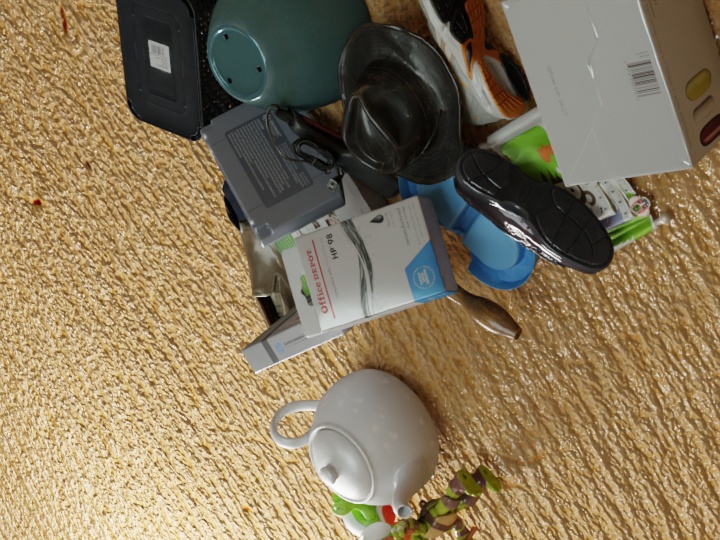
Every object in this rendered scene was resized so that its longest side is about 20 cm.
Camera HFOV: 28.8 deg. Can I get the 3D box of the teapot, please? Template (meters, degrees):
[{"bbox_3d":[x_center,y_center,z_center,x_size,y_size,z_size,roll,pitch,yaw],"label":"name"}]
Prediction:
[{"bbox_3d":[-0.003,0.238,1.884,0.199,0.145,0.199,58,143,0],"label":"teapot"}]

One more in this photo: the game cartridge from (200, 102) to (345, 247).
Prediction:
[{"bbox_3d":[-0.101,-0.131,1.711,0.201,0.132,0.041,60,177,33],"label":"game cartridge"}]

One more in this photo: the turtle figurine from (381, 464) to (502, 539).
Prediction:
[{"bbox_3d":[0.116,0.327,1.873,0.162,0.198,0.065,-50,48,26],"label":"turtle figurine"}]

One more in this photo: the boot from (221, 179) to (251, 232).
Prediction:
[{"bbox_3d":[-0.149,-0.124,1.775,0.200,0.096,0.075,47,154,42],"label":"boot"}]

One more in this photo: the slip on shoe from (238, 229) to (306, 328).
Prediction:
[{"bbox_3d":[-0.123,0.015,1.912,0.075,0.060,0.202,-2,116,42],"label":"slip on shoe"}]

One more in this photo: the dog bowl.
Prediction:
[{"bbox_3d":[0.134,-0.070,1.631,0.200,0.049,0.112,44,138,9],"label":"dog bowl"}]

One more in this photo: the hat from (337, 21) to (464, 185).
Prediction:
[{"bbox_3d":[0.024,-0.169,1.557,0.199,0.081,0.202,30,140,30],"label":"hat"}]

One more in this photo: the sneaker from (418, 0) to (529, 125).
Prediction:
[{"bbox_3d":[0.098,-0.244,1.530,0.092,0.075,0.202,-19,103,51],"label":"sneaker"}]

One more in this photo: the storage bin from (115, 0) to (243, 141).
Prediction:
[{"bbox_3d":[-0.226,-0.283,1.778,0.134,0.094,0.202,23,131,30],"label":"storage bin"}]

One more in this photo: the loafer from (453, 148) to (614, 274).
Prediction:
[{"bbox_3d":[0.188,-0.061,1.542,0.199,0.072,0.063,35,158,6],"label":"loafer"}]

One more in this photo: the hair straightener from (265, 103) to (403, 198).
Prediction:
[{"bbox_3d":[-0.030,-0.135,1.641,0.199,0.078,0.041,29,137,-29],"label":"hair straightener"}]

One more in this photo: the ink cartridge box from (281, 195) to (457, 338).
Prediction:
[{"bbox_3d":[0.000,0.000,1.624,0.198,0.067,0.117,-19,85,16],"label":"ink cartridge box"}]

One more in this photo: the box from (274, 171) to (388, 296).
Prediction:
[{"bbox_3d":[-0.043,-0.063,1.807,0.199,0.036,0.145,-27,97,47],"label":"box"}]

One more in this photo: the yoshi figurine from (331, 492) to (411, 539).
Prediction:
[{"bbox_3d":[-0.006,0.365,1.949,0.113,0.111,0.200,-58,31,17],"label":"yoshi figurine"}]

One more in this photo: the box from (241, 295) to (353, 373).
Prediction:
[{"bbox_3d":[-0.043,0.054,1.796,0.199,0.156,0.041,-25,101,48],"label":"box"}]

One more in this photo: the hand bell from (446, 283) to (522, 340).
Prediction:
[{"bbox_3d":[0.108,0.024,1.656,0.199,0.104,0.105,33,135,29],"label":"hand bell"}]

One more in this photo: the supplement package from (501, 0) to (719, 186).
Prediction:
[{"bbox_3d":[0.257,-0.205,1.381,0.154,0.111,0.202,-5,114,44],"label":"supplement package"}]

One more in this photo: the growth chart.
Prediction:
[{"bbox_3d":[0.229,-0.095,1.538,0.200,0.018,0.145,45,140,-3],"label":"growth chart"}]

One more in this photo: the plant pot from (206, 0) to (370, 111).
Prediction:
[{"bbox_3d":[-0.102,-0.268,1.644,0.198,0.134,0.202,22,130,29],"label":"plant pot"}]
